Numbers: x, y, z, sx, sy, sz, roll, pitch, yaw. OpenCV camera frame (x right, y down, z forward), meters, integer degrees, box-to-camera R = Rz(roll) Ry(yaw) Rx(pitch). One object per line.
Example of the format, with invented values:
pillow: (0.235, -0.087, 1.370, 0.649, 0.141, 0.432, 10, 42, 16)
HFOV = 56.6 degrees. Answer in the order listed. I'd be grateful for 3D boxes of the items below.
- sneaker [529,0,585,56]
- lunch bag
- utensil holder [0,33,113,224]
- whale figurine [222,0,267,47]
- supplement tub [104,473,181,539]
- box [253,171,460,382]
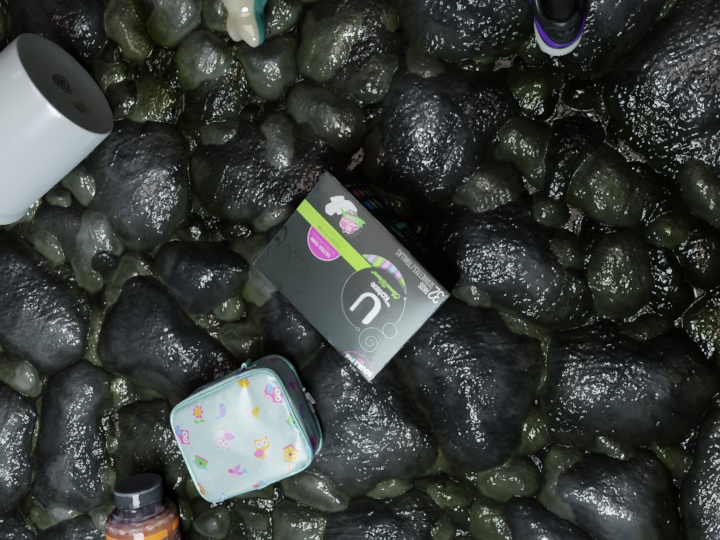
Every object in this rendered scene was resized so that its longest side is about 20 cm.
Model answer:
sneaker: (0.206, -0.345, 0.722, 0.068, 0.099, 0.205, -14, 91, 16)
lunch bag: (-0.154, 0.211, 0.914, 0.197, 0.077, 0.163, -25, 89, 17)
utensil holder: (-0.460, -0.190, 0.899, 0.198, 0.170, 0.172, -35, 88, 15)
whale figurine: (-0.130, -0.386, 0.821, 0.158, 0.102, 0.205, 32, 131, 48)
supplement tub: (-0.312, 0.406, 0.971, 0.104, 0.107, 0.206, -2, 97, 16)
box: (0.000, 0.000, 0.818, 0.200, 0.124, 0.149, 43, 106, 5)
